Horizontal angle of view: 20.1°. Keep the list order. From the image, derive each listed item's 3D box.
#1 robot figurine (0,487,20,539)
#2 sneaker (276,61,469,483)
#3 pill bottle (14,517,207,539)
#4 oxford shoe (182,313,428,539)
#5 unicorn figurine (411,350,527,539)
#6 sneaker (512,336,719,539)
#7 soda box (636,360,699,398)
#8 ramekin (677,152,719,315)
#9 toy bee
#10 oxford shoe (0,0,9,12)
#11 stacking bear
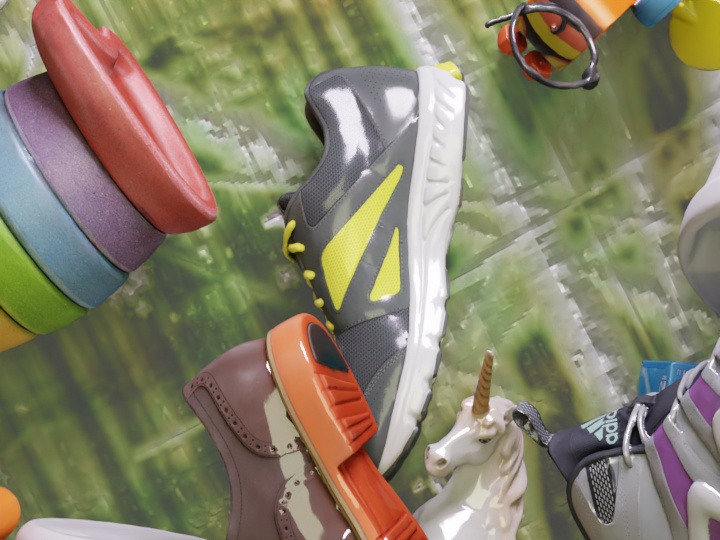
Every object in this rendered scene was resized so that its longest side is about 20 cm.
[{"bbox_3d":[-0.236,0.124,0.839,0.116,0.200,0.145,7,110,35],"label":"robot figurine"},{"bbox_3d":[0.000,0.000,0.936,0.084,0.074,0.201,7,78,1],"label":"sneaker"},{"bbox_3d":[-0.111,0.217,0.890,0.112,0.113,0.201,9,87,-4],"label":"pill bottle"},{"bbox_3d":[-0.012,0.123,0.869,0.072,0.071,0.201,-24,83,14],"label":"oxford shoe"},{"bbox_3d":[0.048,0.147,0.935,0.137,0.074,0.200,-37,107,-6],"label":"unicorn figurine"},{"bbox_3d":[0.130,0.062,0.855,0.139,0.078,0.201,13,110,25],"label":"sneaker"},{"bbox_3d":[0.228,0.089,0.948,0.199,0.064,0.068,9,87,-4],"label":"soda box"},{"bbox_3d":[0.246,-0.025,0.893,0.201,0.202,0.095,21,71,-4],"label":"ramekin"},{"bbox_3d":[0.106,-0.140,0.941,0.199,0.109,0.132,-21,81,-30],"label":"toy bee"},{"bbox_3d":[-0.244,-0.181,0.924,0.200,0.058,0.075,41,83,-4],"label":"oxford shoe"},{"bbox_3d":[-0.174,-0.014,0.902,0.199,0.121,0.114,-34,81,5],"label":"stacking bear"}]
